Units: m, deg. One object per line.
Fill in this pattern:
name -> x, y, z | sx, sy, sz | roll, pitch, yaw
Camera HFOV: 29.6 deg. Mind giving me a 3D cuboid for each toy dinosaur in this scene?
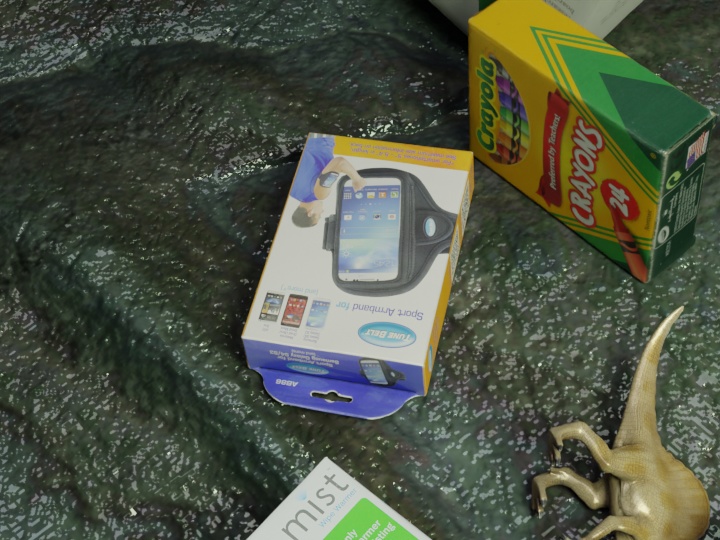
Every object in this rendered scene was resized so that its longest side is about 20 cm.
toy dinosaur -> 0.153, 0.119, 0.785 | 0.100, 0.058, 0.202 | 4, 60, -10

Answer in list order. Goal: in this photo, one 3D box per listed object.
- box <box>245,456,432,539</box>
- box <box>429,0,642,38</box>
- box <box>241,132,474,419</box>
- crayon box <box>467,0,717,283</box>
box -> -0.017, 0.230, 0.682 | 0.176, 0.097, 0.200 | 35, 65, 25
box -> 0.140, -0.280, 0.970 | 0.200, 0.172, 0.199 | 43, 66, 8
box -> 0.000, 0.000, 0.887 | 0.118, 0.042, 0.201 | 7, 52, 11
crayon box -> 0.133, -0.097, 0.894 | 0.051, 0.128, 0.200 | -36, 57, -21
